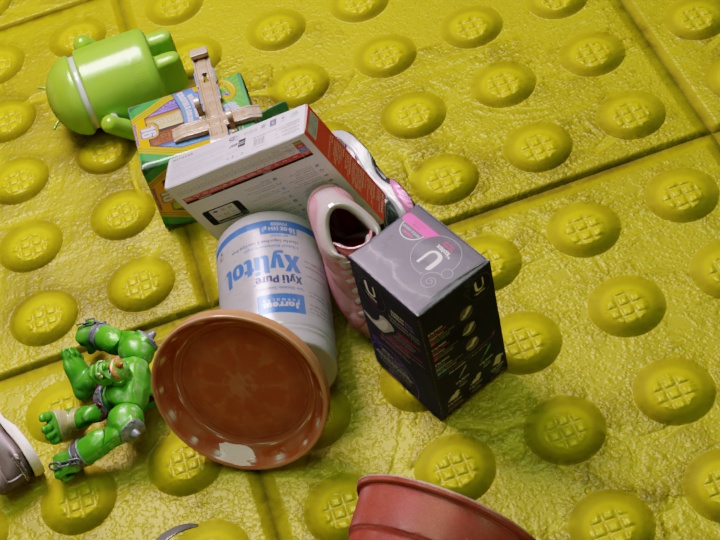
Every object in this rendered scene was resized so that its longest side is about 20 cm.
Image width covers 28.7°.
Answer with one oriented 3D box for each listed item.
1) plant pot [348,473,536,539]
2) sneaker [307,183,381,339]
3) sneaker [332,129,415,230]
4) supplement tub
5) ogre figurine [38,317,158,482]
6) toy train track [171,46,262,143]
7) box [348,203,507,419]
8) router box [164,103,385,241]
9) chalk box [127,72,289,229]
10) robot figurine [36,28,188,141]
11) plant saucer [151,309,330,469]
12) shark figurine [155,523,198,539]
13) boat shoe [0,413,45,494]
[{"bbox_3d":[0.051,0.328,1.342,0.200,0.201,0.195,15,64,23],"label":"plant pot"},{"bbox_3d":[0.000,0.000,1.596,0.075,0.200,0.105,-26,13,-6],"label":"sneaker"},{"bbox_3d":[-0.006,-0.100,1.766,0.086,0.080,0.200,-37,47,-4],"label":"sneaker"},{"bbox_3d":[-0.099,0.042,1.634,0.132,0.132,0.200,-12,49,3],"label":"supplement tub"},{"bbox_3d":[-0.294,0.138,1.629,0.120,0.098,0.200,-15,32,24],"label":"ogre figurine"},{"bbox_3d":[-0.191,-0.223,1.772,0.115,0.033,0.200,-17,49,-1],"label":"toy train track"},{"bbox_3d":[0.077,0.047,1.544,0.106,0.200,0.122,-37,54,-17],"label":"box"},{"bbox_3d":[-0.101,-0.094,1.675,0.200,0.180,0.049,-19,47,25],"label":"router box"},{"bbox_3d":[-0.182,-0.161,1.821,0.200,0.125,0.124,-18,50,0],"label":"chalk box"},{"bbox_3d":[-0.343,-0.261,1.943,0.200,0.116,0.176,-22,62,-5],"label":"robot figurine"},{"bbox_3d":[-0.129,0.128,1.535,0.200,0.201,0.032,1,28,13],"label":"plant saucer"},{"bbox_3d":[-0.188,0.361,1.435,0.128,0.090,0.214,-12,49,-43],"label":"shark figurine"},{"bbox_3d":[-0.445,0.181,1.639,0.059,0.072,0.200,-36,59,-20],"label":"boat shoe"}]
